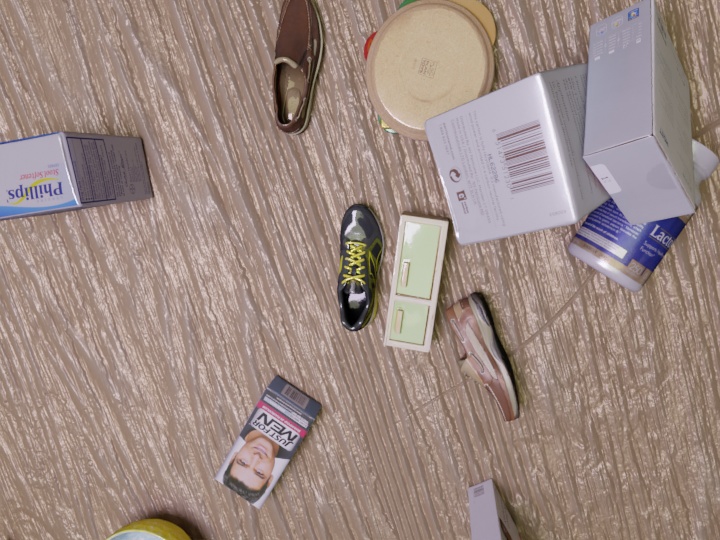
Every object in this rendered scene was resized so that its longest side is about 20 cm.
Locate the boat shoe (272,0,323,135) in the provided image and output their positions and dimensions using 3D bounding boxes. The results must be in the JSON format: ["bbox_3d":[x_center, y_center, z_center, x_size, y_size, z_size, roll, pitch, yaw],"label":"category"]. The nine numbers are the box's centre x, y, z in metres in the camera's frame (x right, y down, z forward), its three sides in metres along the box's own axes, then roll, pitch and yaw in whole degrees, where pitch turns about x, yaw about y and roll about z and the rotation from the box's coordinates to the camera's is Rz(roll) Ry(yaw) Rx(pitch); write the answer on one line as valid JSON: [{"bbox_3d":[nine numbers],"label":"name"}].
[{"bbox_3d":[-0.098,-0.311,0.795,0.073,0.075,0.208,4,101,8],"label":"boat shoe"}]

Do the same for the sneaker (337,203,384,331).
[{"bbox_3d":[0.000,0.000,0.831,0.072,0.085,0.206,-1,100,8],"label":"sneaker"}]

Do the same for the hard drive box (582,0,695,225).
[{"bbox_3d":[0.339,-0.186,0.640,0.076,0.155,0.204,-11,55,43],"label":"hard drive box"}]

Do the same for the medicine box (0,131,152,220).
[{"bbox_3d":[-0.457,-0.143,0.816,0.177,0.200,0.106,-7,100,9],"label":"medicine box"}]

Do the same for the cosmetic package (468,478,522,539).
[{"bbox_3d":[0.223,0.449,0.817,0.051,0.200,0.153,-25,97,13],"label":"cosmetic package"}]

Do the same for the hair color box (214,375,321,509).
[{"bbox_3d":[-0.160,0.297,0.921,0.098,0.061,0.203,31,104,2],"label":"hair color box"}]

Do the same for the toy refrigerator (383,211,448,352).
[{"bbox_3d":[0.087,0.017,0.828,0.074,0.070,0.206,9,102,7],"label":"toy refrigerator"}]

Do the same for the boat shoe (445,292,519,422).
[{"bbox_3d":[0.192,0.138,0.838,0.072,0.075,0.205,-21,88,17],"label":"boat shoe"}]

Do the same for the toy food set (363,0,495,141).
[{"bbox_3d":[0.099,-0.296,0.782,0.192,0.049,0.206,2,101,9],"label":"toy food set"}]

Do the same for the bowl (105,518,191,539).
[{"bbox_3d":[-0.370,0.533,0.971,0.194,0.108,0.206,2,100,9],"label":"bowl"}]

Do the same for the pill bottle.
[{"bbox_3d":[0.392,-0.083,0.740,0.114,0.116,0.203,30,103,2],"label":"pill bottle"}]

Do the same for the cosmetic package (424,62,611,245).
[{"bbox_3d":[0.219,-0.150,0.684,0.164,0.198,0.171,-11,100,46],"label":"cosmetic package"}]
